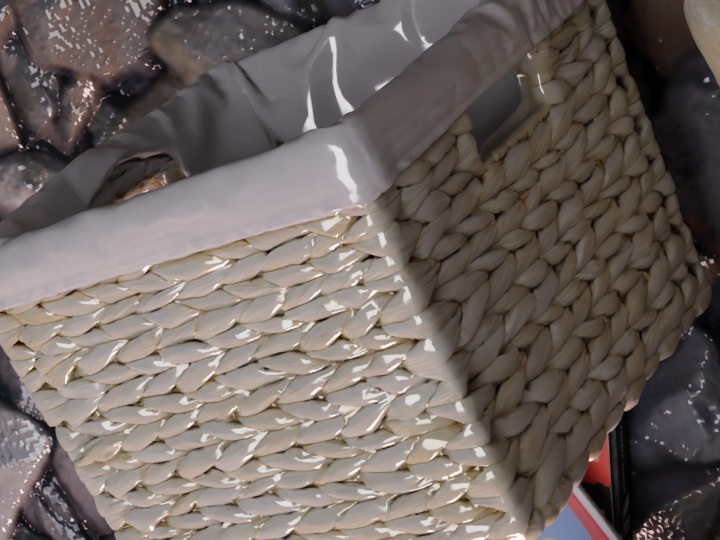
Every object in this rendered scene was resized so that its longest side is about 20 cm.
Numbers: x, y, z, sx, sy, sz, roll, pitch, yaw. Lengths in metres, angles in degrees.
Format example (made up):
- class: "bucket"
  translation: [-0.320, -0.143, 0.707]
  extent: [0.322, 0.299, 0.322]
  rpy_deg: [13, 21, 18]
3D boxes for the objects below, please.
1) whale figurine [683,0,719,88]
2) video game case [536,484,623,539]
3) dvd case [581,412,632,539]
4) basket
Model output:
- class: "whale figurine"
  translation: [0.200, -0.087, 0.770]
  extent: [0.200, 0.103, 0.160]
  rpy_deg: [-7, 113, 61]
- class: "video game case"
  translation: [0.030, 0.172, 0.950]
  extent: [0.199, 0.017, 0.143]
  rpy_deg: [-38, 101, 3]
- class: "dvd case"
  translation: [0.045, 0.023, 0.961]
  extent: [0.145, 0.022, 0.202]
  rpy_deg: [8, 119, 30]
- class: "basket"
  translation: [0.000, 0.000, 0.833]
  extent: [0.199, 0.198, 0.162]
  rpy_deg: [-18, 106, 37]
